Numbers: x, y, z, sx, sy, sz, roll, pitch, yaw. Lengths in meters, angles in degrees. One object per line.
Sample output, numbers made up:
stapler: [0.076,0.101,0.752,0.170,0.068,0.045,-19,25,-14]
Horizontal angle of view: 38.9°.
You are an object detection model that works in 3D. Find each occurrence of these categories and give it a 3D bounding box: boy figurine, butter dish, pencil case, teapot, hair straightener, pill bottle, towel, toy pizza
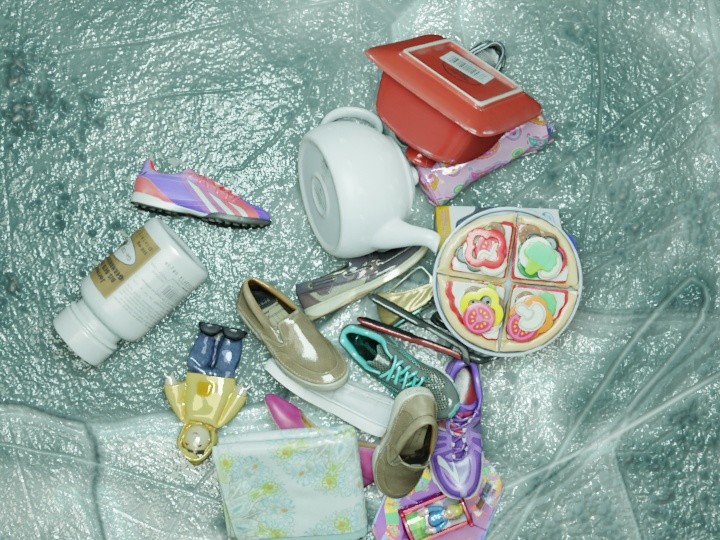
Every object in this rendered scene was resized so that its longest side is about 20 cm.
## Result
boy figurine: [-0.221,0.173,1.428,0.124,0.064,0.201,15,86,-3]
butter dish: [0.104,-0.201,1.334,0.200,0.199,0.148,38,125,18]
pencil case: [0.170,-0.167,1.428,0.200,0.087,0.088,-29,90,-2]
teapot: [0.008,-0.120,1.387,0.146,0.197,0.201,-16,103,-19]
hair straightener: [0.099,0.071,1.384,0.200,0.041,0.077,22,96,8]
pill bottle: [-0.318,0.032,1.403,0.200,0.114,0.114,-42,90,-1]
towel: [-0.095,0.298,1.397,0.199,0.048,0.172,-5,116,4]
toy pizza: [0.195,0.016,1.344,0.200,0.032,0.201,0,95,0]

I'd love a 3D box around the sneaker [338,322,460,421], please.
sneaker: [0.045,0.136,1.386,0.200,0.091,0.078,34,94,25]

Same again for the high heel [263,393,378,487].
high heel: [-0.041,0.224,1.422,0.096,0.067,0.200,-42,95,9]

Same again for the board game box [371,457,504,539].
board game box: [0.110,0.342,1.440,0.158,0.039,0.200,23,88,0]

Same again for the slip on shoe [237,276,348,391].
slip on shoe: [-0.094,0.083,1.386,0.076,0.061,0.200,-30,60,-28]

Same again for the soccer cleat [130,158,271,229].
soccer cleat: [-0.220,-0.104,1.432,0.199,0.068,0.073,12,85,2]

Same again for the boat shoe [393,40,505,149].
boat shoe: [0.127,-0.249,1.439,0.200,0.062,0.075,-38,92,-1]

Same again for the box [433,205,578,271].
box: [0.204,-0.038,1.413,0.199,0.119,0.042,0,132,0]

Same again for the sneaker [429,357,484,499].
sneaker: [0.134,0.215,1.409,0.080,0.083,0.201,0,80,1]

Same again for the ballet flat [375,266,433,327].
ballet flat: [0.112,0.014,1.433,0.200,0.069,0.063,-26,82,-2]

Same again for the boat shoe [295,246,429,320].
boat shoe: [0.000,0.000,1.430,0.200,0.072,0.065,-30,94,5]

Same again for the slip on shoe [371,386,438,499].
slip on shoe: [0.065,0.245,1.360,0.076,0.061,0.200,0,128,-20]

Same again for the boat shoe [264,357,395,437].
boat shoe: [-0.035,0.161,1.424,0.200,0.072,0.069,29,93,0]
